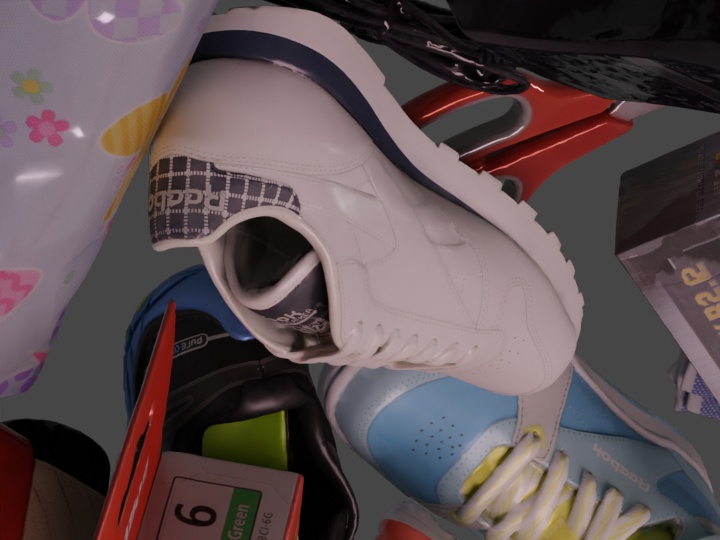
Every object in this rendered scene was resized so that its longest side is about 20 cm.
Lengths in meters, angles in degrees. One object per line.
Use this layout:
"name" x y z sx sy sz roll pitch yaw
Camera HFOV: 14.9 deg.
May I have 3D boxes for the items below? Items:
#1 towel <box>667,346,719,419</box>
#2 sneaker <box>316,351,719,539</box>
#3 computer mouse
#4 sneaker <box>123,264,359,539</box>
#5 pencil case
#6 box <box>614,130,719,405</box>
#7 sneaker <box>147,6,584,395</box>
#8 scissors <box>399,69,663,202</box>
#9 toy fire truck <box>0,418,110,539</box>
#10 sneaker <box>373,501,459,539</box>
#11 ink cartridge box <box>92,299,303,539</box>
"towel" 0.220 0.014 0.981 0.199 0.024 0.148 12 130 1
"sneaker" 0.077 0.090 0.962 0.199 0.131 0.080 26 115 -40
"computer mouse" 0.048 -0.084 0.775 0.140 0.200 0.046 19 85 -36
"sneaker" -0.043 0.089 0.932 0.070 0.083 0.200 -15 135 -17
"pencil case" -0.097 -0.058 0.769 0.090 0.083 0.201 27 120 0
"box" 0.203 0.022 0.944 0.158 0.048 0.200 -22 122 26
"sneaker" 0.000 0.000 0.857 0.076 0.081 0.200 -13 146 35
"scissors" 0.091 -0.062 0.915 0.199 0.014 0.073 -27 134 -1
"toy fire truck" -0.195 0.091 0.797 0.175 0.129 0.200 -24 135 36
"sneaker" 0.014 0.148 0.986 0.082 0.077 0.200 -48 157 -13
"ink cartridge box" -0.050 0.119 0.832 0.050 0.109 0.201 10 133 4
